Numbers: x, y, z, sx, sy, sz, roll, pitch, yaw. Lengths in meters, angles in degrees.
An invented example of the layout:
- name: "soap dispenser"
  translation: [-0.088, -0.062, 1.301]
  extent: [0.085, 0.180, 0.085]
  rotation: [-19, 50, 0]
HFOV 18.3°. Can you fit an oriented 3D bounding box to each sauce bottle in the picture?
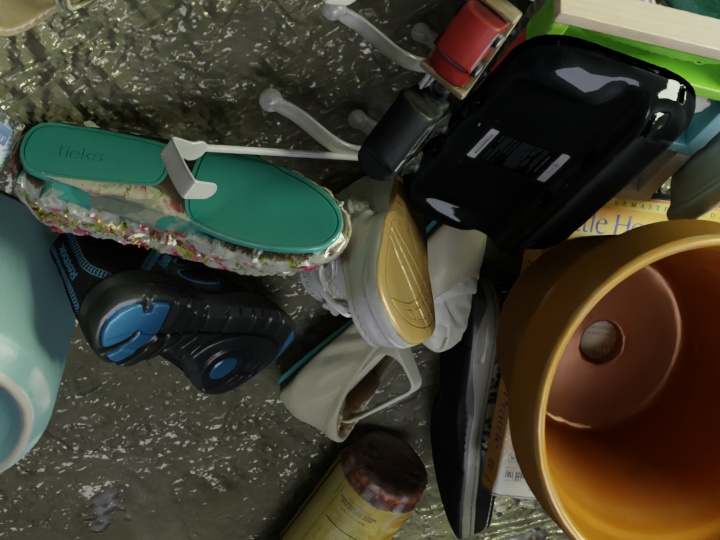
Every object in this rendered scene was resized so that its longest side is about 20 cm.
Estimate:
- name: "sauce bottle"
  translation: [-0.026, 0.195, 1.552]
  extent: [0.066, 0.066, 0.200]
  rotation: [12, 131, -30]

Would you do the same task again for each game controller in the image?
- name: "game controller"
  translation: [0.099, -0.067, 1.231]
  extent: [0.104, 0.042, 0.200]
  rotation: [26, 149, -11]

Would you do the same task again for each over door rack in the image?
- name: "over door rack"
  translation: [-0.013, -0.120, 1.187]
  extent: [0.200, 0.067, 0.148]
  rotation: [-14, 146, -56]

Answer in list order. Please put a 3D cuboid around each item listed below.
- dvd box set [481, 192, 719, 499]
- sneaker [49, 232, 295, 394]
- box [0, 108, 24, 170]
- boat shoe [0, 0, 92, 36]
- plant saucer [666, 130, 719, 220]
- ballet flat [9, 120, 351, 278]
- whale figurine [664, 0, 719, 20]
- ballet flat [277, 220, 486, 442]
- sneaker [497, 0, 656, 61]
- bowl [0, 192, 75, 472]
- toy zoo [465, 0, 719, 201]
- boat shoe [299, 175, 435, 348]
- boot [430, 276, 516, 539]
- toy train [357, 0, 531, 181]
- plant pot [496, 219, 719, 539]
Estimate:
- name: "dvd box set"
  translation: [0.162, 0.049, 1.409]
  extent: [0.146, 0.029, 0.201]
  rotation: [6, 101, -19]
- name: "sneaker"
  translation: [-0.107, 0.017, 1.336]
  extent: [0.073, 0.082, 0.200]
  rotation: [-43, 152, 11]
- name: "box"
  translation: [-0.281, -0.066, 1.148]
  extent: [0.200, 0.040, 0.137]
  rotation: [36, 77, -43]
- name: "boat shoe"
  translation: [-0.131, -0.182, 1.119]
  extent: [0.200, 0.063, 0.073]
  rotation: [-39, 134, 20]
- name: "plant saucer"
  translation: [0.247, -0.104, 1.295]
  extent: [0.200, 0.200, 0.050]
  rotation: [-38, 91, 19]
- name: "ballet flat"
  translation: [-0.099, -0.035, 1.243]
  extent: [0.199, 0.076, 0.064]
  rotation: [17, 148, 11]
- name: "whale figurine"
  translation: [0.252, -0.196, 1.215]
  extent: [0.199, 0.104, 0.159]
  rotation: [-21, 137, 0]
- name: "ballet flat"
  translation: [0.028, 0.038, 1.400]
  extent: [0.069, 0.070, 0.200]
  rotation: [19, 129, -35]
- name: "sneaker"
  translation: [0.119, -0.126, 1.249]
  extent: [0.099, 0.075, 0.200]
  rotation: [-15, 147, 6]
- name: "bowl"
  translation: [-0.254, 0.056, 1.292]
  extent: [0.200, 0.105, 0.201]
  rotation: [-10, 137, -9]
- name: "toy zoo"
  translation: [0.130, -0.088, 1.241]
  extent: [0.131, 0.021, 0.200]
  rotation: [12, 153, -16]
- name: "boat shoe"
  translation: [0.000, 0.000, 1.268]
  extent: [0.069, 0.200, 0.071]
  rotation: [-19, 107, 9]
- name: "boot"
  translation: [0.128, 0.087, 1.477]
  extent: [0.153, 0.074, 0.204]
  rotation: [-7, 126, -14]
- name: "toy train"
  translation: [0.058, -0.122, 1.155]
  extent: [0.200, 0.034, 0.046]
  rotation: [-53, 169, 28]
- name: "plant pot"
  translation: [0.165, 0.058, 1.297]
  extent: [0.199, 0.183, 0.201]
  rotation: [-4, 104, -14]
